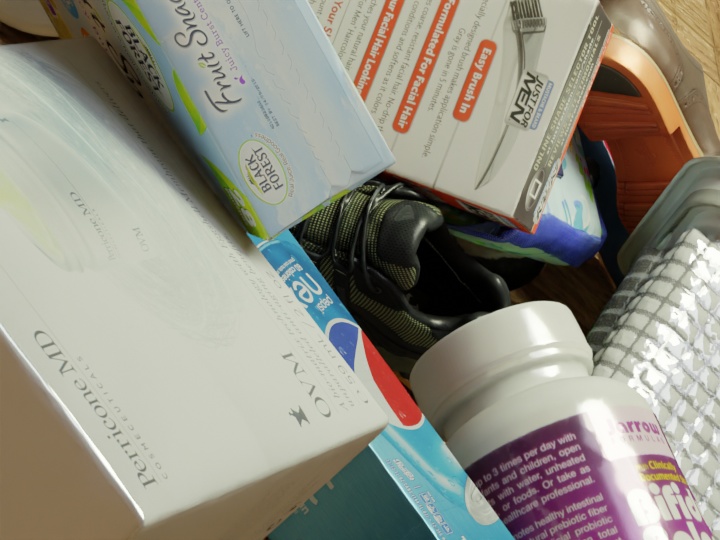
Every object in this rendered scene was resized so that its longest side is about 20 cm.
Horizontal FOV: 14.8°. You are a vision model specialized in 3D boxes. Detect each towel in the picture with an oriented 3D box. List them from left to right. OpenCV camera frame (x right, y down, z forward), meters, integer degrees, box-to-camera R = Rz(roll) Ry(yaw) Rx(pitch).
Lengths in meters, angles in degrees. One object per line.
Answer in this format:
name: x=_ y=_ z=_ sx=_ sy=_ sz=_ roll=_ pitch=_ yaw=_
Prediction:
towel: x=0.183 y=0.104 z=1.390 sx=0.200 sy=0.086 sz=0.166 roll=43 pitch=58 yaw=-10

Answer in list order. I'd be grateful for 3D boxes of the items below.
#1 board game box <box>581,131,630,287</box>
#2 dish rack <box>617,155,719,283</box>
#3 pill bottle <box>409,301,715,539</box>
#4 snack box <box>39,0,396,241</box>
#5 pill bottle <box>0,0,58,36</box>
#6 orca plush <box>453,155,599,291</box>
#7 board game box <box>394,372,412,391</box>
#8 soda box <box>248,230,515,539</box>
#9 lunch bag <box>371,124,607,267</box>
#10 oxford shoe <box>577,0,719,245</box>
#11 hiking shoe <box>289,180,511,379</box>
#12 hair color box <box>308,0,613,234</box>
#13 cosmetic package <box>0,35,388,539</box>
board game box: x=0.148 y=-0.068 z=1.604 sx=0.158 sy=0.039 sz=0.200 roll=131 pitch=-62 yaw=-86
dish rack: x=0.234 y=0.027 z=1.458 sx=0.200 sy=0.172 sz=0.044 roll=28 pitch=65 yaw=-1
pill bottle: x=0.097 y=0.119 z=1.240 sx=0.112 sy=0.112 sz=0.200 roll=10 pitch=50 yaw=-54
snack box: x=-0.079 y=-0.107 z=1.135 sx=0.169 sy=0.068 sz=0.200 roll=61 pitch=-13 yaw=-14
pill bottle: x=-0.123 y=-0.191 z=1.371 sx=0.112 sy=0.112 sz=0.200 roll=46 pitch=24 yaw=-4
orca plush: x=0.074 y=-0.049 z=1.580 sx=0.105 sy=0.071 sz=0.200 roll=-12 pitch=44 yaw=-11
board game box: x=0.000 y=0.000 z=1.390 sx=0.200 sy=0.030 sz=0.096 roll=43 pitch=23 yaw=-16
soda box: x=-0.020 y=0.068 z=1.198 sx=0.200 sy=0.068 sz=0.064 roll=53 pitch=24 yaw=14
lunch bag: x=0.038 y=-0.084 z=1.423 sx=0.200 sy=0.127 sz=0.170 roll=50 pitch=13 yaw=15
oxford shoe: x=0.171 y=-0.069 z=1.477 sx=0.200 sy=0.071 sz=0.073 roll=60 pitch=45 yaw=-41
hiking shoe: x=-0.010 y=-0.023 z=1.285 sx=0.200 sy=0.101 sz=0.076 roll=29 pitch=61 yaw=-24
hair color box: x=0.006 y=-0.104 z=1.311 sx=0.200 sy=0.111 sz=0.064 roll=21 pitch=-2 yaw=15
cosmetic package: x=-0.126 y=0.029 z=1.015 sx=0.199 sy=0.123 sz=0.200 roll=52 pitch=25 yaw=10
